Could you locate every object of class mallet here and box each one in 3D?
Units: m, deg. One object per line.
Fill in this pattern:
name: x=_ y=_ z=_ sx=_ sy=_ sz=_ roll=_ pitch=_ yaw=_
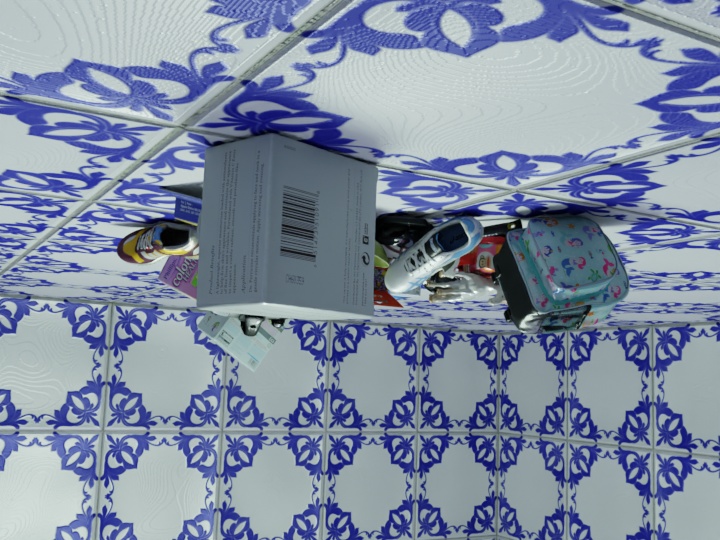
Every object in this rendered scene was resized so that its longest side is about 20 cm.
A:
mallet: x=0.179 y=-0.070 z=1.447 sx=0.198 sy=0.067 sz=0.041 roll=-18 pitch=170 yaw=25

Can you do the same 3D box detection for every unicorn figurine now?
unicorn figurine: x=0.205 y=0.037 z=1.583 sx=0.135 sy=0.075 sz=0.200 roll=4 pitch=-174 yaw=-12

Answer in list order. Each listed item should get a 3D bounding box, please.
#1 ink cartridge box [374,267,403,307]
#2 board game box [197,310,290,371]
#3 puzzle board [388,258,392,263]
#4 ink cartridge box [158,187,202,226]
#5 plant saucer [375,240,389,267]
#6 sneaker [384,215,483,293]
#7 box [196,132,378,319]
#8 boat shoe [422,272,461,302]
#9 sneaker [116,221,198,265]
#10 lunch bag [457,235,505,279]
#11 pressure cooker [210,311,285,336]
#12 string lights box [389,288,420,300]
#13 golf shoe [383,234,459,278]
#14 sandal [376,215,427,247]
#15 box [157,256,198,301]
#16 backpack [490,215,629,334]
ink cartridge box: x=0.000 y=0.000 z=1.581 sx=0.108 sy=0.051 sz=0.200 roll=7 pitch=-158 yaw=-31
board game box: x=-0.214 y=0.080 z=1.704 sx=0.064 sy=0.201 sz=0.148 roll=25 pitch=163 yaw=41
puzzle board: x=0.003 y=0.015 z=1.733 sx=0.017 sy=0.151 sz=0.199 roll=40 pitch=159 yaw=-16
ink cartridge box: x=-0.188 y=-0.071 z=1.318 sx=0.196 sy=0.048 sz=0.199 roll=16 pitch=-178 yaw=26
plant saucer: x=-0.039 y=-0.054 z=1.449 sx=0.198 sy=0.031 sz=0.200 roll=20 pitch=174 yaw=2
sneaker: x=0.115 y=-0.030 z=1.412 sx=0.199 sy=0.072 sz=0.072 roll=-35 pitch=156 yaw=23
box: x=-0.087 y=-0.044 z=1.050 sx=0.130 sy=0.202 sz=0.199 roll=-4 pitch=171 yaw=41
boat shoe: x=0.153 y=0.008 z=1.680 sx=0.066 sy=0.075 sz=0.200 roll=17 pitch=157 yaw=45
sneaker: x=-0.378 y=-0.058 z=1.569 sx=0.197 sy=0.076 sz=0.090 roll=-7 pitch=162 yaw=15
lunch bag: x=0.264 y=-0.015 z=1.625 sx=0.174 sy=0.083 sz=0.200 roll=4 pitch=173 yaw=-10
pressure cooker: x=-0.193 y=0.019 z=1.539 sx=0.177 sy=0.203 sz=0.175 roll=-3 pitch=168 yaw=31
string lights box: x=0.061 y=0.010 z=1.786 sx=0.058 sy=0.104 sz=0.200 roll=7 pitch=171 yaw=-22
golf shoe: x=0.093 y=-0.030 z=1.550 sx=0.198 sy=0.089 sz=0.077 roll=-2 pitch=173 yaw=37
sandal: x=0.050 y=-0.061 z=1.466 sx=0.075 sy=0.049 sz=0.200 roll=7 pitch=171 yaw=-31
box: x=-0.316 y=0.033 z=1.823 sx=0.198 sy=0.098 sz=0.176 roll=27 pitch=173 yaw=2
backpack: x=0.336 y=0.002 z=1.371 sx=0.197 sy=0.179 sz=0.151 roll=-2 pitch=146 yaw=-23
